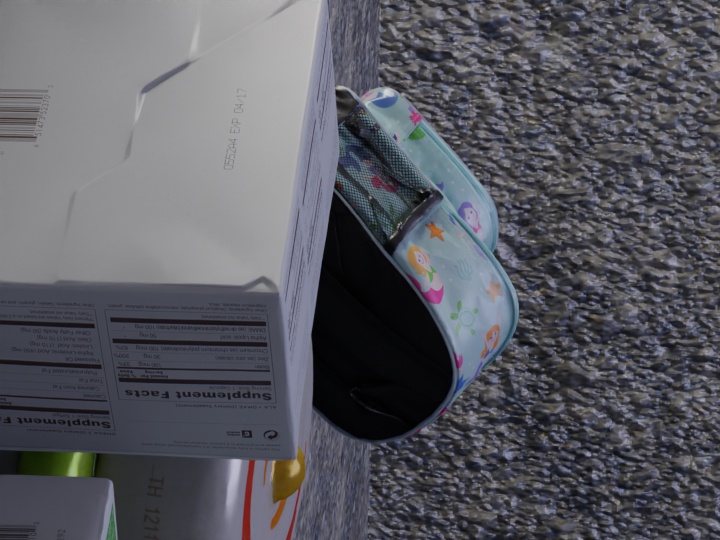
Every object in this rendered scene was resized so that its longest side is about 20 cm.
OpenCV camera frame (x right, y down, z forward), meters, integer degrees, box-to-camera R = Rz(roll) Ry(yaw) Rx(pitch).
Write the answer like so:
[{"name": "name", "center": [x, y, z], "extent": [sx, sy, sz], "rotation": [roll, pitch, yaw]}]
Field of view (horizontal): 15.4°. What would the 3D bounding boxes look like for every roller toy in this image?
[{"name": "roller toy", "center": [-0.095, 0.086, 1.303], "extent": [0.183, 0.139, 0.200], "rotation": [86, 15, -50]}]

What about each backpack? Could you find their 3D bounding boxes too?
[{"name": "backpack", "center": [0.000, 0.000, 1.643], "extent": [0.151, 0.200, 0.178], "rotation": [-38, 177, -40]}]

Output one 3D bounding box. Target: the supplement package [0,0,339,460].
[{"name": "supplement package", "center": [-0.097, -0.026, 1.202], "extent": [0.111, 0.155, 0.200], "rotation": [86, 8, -45]}]

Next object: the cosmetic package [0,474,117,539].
[{"name": "cosmetic package", "center": [-0.148, 0.197, 1.165], "extent": [0.108, 0.085, 0.200], "rotation": [-86, 175, -51]}]
